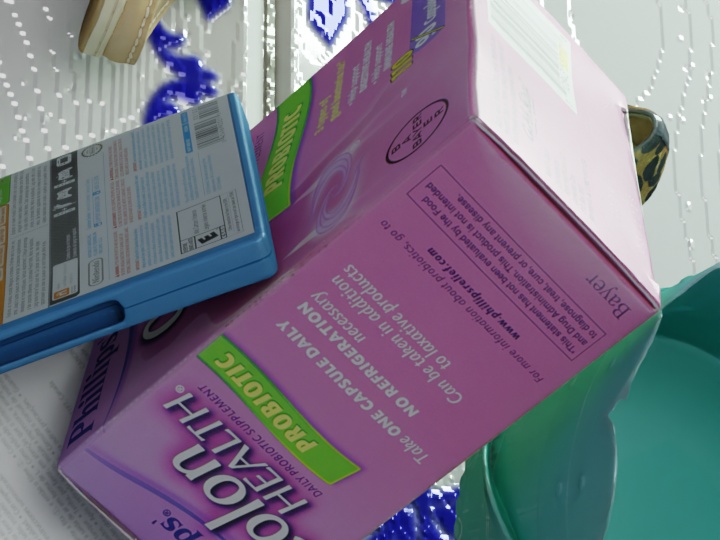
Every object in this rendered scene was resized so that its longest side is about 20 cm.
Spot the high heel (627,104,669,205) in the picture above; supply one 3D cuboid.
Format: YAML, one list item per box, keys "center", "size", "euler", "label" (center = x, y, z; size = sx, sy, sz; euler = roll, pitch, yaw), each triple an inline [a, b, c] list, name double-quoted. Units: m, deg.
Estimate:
- center: [0.025, -0.042, 0.922]
  size: [0.198, 0.142, 0.072]
  euler: [1, 70, -27]
  label: "high heel"

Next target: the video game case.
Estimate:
- center: [-0.130, 0.000, 0.784]
  size: [0.198, 0.143, 0.018]
  euler: [-20, 115, 2]
  label: "video game case"

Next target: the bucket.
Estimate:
- center: [0.139, 0.094, 0.797]
  size: [0.205, 0.135, 0.209]
  euler: [6, 75, -26]
  label: "bucket"

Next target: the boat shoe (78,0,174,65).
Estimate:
- center: [-0.058, -0.162, 0.967]
  size: [0.069, 0.074, 0.201]
  euler: [30, 59, -8]
  label: "boat shoe"

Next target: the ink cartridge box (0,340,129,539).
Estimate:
- center: [-0.155, 0.117, 0.836]
  size: [0.199, 0.057, 0.163]
  euler: [-38, 91, -12]
  label: "ink cartridge box"

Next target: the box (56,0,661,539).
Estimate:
- center: [0.000, 0.000, 0.816]
  size: [0.097, 0.200, 0.176]
  euler: [43, 22, -18]
  label: "box"
